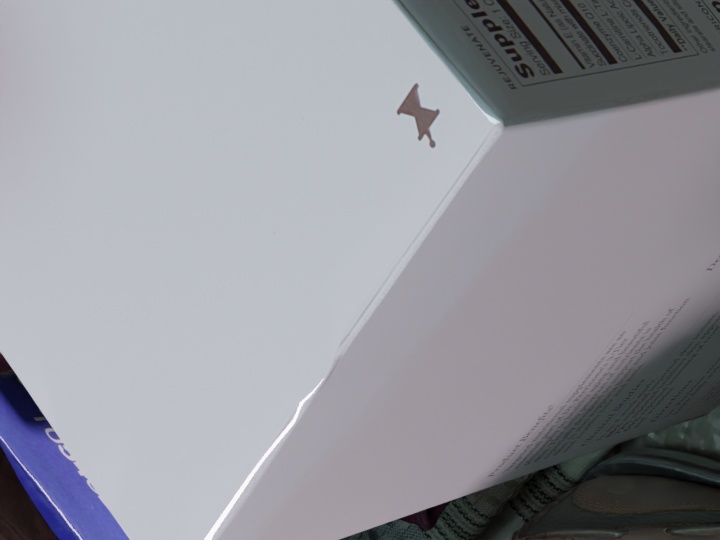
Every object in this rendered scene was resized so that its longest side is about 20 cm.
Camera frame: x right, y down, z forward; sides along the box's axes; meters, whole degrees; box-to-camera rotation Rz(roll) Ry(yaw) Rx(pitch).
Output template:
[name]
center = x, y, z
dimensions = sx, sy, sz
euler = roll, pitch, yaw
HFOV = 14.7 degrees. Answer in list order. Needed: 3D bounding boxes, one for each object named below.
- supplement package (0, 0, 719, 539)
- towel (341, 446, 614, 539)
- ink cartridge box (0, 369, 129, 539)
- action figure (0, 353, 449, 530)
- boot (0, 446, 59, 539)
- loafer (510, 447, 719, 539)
[supplement package]
center = 0.018, -0.048, 0.654
dimensions = 0.151, 0.200, 0.152
euler = 52, 130, 22
[towel]
center = 0.000, 0.000, 0.859
dimensions = 0.193, 0.034, 0.200
euler = 58, 139, 20
[ink cartridge box]
center = -0.096, 0.118, 0.846
dimensions = 0.197, 0.043, 0.200
euler = 53, 154, -16
[action figure]
center = -0.065, 0.047, 0.821
dimensions = 0.199, 0.149, 0.135
euler = -12, 99, 37
[boot]
center = -0.119, 0.012, 0.655
dimensions = 0.166, 0.072, 0.200
euler = 49, 168, -14
[loafer]
center = 0.120, 0.092, 0.731
dimensions = 0.200, 0.063, 0.072
euler = 7, 110, 46
